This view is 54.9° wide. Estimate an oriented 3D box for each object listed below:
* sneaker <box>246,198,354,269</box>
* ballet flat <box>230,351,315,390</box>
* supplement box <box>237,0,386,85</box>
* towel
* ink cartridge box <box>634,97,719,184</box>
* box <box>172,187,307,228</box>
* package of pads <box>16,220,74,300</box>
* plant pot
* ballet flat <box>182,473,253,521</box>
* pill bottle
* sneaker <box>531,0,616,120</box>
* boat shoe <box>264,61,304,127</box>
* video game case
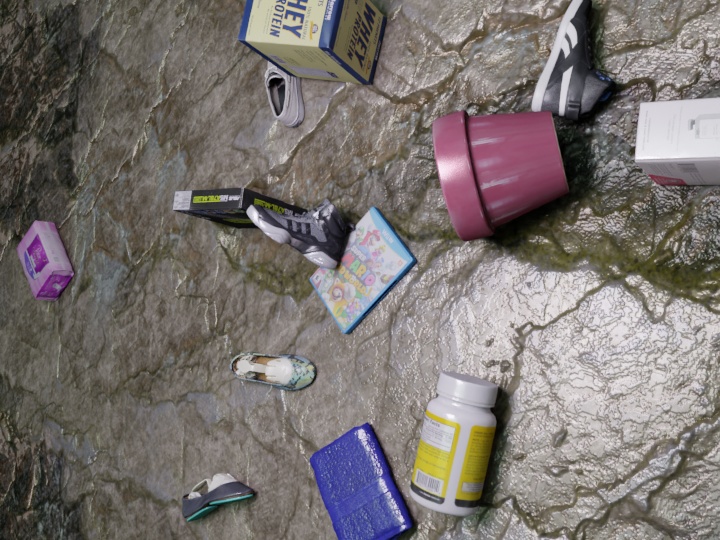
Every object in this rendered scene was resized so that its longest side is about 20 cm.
[{"bbox_3d":[-0.107,-0.095,1.294,0.115,0.199,0.075,-57,19,4],"label":"sneaker"},{"bbox_3d":[-0.182,0.199,1.379,0.198,0.074,0.075,-3,81,35],"label":"ballet flat"},{"bbox_3d":[-0.086,-0.458,1.317,0.198,0.199,0.136,13,91,25],"label":"supplement box"},{"bbox_3d":[0.001,0.393,1.233,0.147,0.049,0.202,-35,63,19],"label":"towel"},{"bbox_3d":[0.481,-0.166,0.910,0.198,0.146,0.084,5,85,35],"label":"ink cartridge box"},{"bbox_3d":[-0.242,-0.122,1.397,0.198,0.192,0.048,2,81,35],"label":"box"},{"bbox_3d":[-0.867,-0.029,1.906,0.121,0.075,0.201,-47,59,22],"label":"package of pads"},{"bbox_3d":[0.223,-0.161,1.081,0.177,0.200,0.203,-12,75,17],"label":"plant pot"},{"bbox_3d":[-0.300,0.458,1.424,0.199,0.073,0.074,-31,66,31],"label":"ballet flat"},{"bbox_3d":[0.152,0.270,1.099,0.113,0.114,0.203,13,90,36],"label":"pill bottle"},{"bbox_3d":[0.354,-0.326,1.085,0.111,0.073,0.202,21,86,17],"label":"sneaker"},{"bbox_3d":[-0.172,-0.401,1.468,0.071,0.065,0.203,-18,73,32],"label":"boat shoe"},{"bbox_3d":[0.000,0.000,1.310,0.200,0.018,0.144,-47,58,20],"label":"video game case"}]
